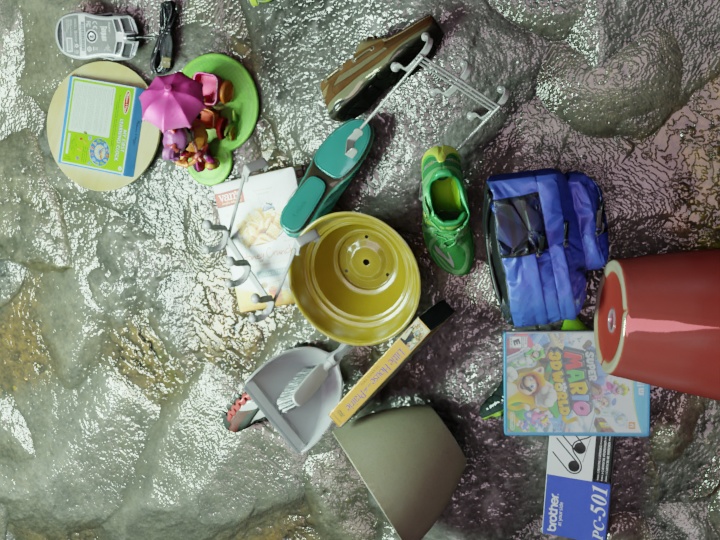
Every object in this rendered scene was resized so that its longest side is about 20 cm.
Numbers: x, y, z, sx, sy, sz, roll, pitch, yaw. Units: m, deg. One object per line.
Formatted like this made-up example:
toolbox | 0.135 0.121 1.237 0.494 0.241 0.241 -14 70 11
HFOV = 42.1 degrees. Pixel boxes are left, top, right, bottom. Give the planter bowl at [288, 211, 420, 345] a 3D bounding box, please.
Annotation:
planter bowl | 0.000 0.000 1.364 0.196 0.084 0.204 6 112 15

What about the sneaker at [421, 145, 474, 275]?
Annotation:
sneaker | 0.117 -0.071 1.298 0.073 0.084 0.203 -8 124 9

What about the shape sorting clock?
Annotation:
shape sorting clock | -0.407 -0.228 1.487 0.196 0.039 0.204 1 92 17

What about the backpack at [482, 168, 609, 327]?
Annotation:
backpack | 0.246 -0.029 1.245 0.165 0.162 0.204 -5 97 15

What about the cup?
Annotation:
cup | 0.070 0.278 1.358 0.142 0.200 0.202 -33 89 -6

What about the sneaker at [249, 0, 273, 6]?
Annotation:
sneaker | -0.145 -0.482 1.333 0.070 0.083 0.204 -2 99 18

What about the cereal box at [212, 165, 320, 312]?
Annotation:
cereal box | -0.138 -0.047 1.431 0.141 0.039 0.204 -11 96 20

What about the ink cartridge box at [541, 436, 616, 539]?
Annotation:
ink cartridge box | 0.315 0.281 1.339 0.092 0.044 0.204 6 101 18

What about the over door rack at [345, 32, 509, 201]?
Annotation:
over door rack | 0.088 -0.212 1.287 0.146 0.067 0.201 27 122 -21

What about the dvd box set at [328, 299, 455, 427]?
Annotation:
dvd box set | 0.047 0.131 1.347 0.029 0.146 0.200 44 110 8

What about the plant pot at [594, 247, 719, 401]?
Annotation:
plant pot | 0.395 0.064 1.170 0.174 0.201 0.205 3 101 -1

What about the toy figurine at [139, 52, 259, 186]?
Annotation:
toy figurine | -0.254 -0.215 1.363 0.148 0.184 0.204 14 104 15

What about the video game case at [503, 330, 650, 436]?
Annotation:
video game case | 0.295 0.154 1.281 0.196 0.018 0.146 -1 96 7

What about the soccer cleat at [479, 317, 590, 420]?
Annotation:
soccer cleat | 0.241 0.136 1.333 0.199 0.067 0.082 -40 77 14

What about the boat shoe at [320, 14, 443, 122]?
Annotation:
boat shoe | 0.022 -0.296 1.318 0.199 0.075 0.075 -35 70 15

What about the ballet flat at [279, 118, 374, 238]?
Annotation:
ballet flat | -0.047 -0.133 1.365 0.067 0.070 0.201 36 89 13

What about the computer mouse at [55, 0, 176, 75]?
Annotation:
computer mouse | -0.377 -0.366 1.454 0.196 0.044 0.112 6 106 11

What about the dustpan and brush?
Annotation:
dustpan and brush | -0.061 0.151 1.386 0.140 0.200 0.057 51 142 -10

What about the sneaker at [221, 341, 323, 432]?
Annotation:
sneaker | -0.132 0.203 1.457 0.200 0.071 0.098 -41 84 19

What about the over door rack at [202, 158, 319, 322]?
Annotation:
over door rack | -0.155 -0.037 1.329 0.149 0.066 0.201 54 137 18
